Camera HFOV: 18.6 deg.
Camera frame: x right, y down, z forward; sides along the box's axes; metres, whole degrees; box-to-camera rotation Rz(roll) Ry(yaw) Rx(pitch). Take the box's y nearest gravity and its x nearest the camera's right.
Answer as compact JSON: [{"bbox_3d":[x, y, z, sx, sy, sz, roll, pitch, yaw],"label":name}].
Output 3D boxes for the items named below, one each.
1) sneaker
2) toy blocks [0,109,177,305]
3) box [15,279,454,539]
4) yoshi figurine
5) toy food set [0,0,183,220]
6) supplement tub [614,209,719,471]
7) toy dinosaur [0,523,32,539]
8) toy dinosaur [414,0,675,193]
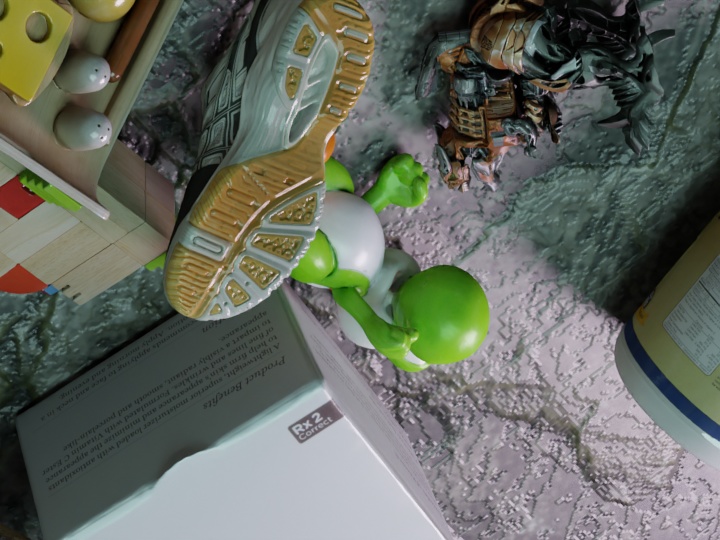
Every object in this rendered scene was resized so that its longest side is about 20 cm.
[{"bbox_3d":[-0.060,-0.068,1.242,0.075,0.088,0.201,27,90,-35],"label":"sneaker"},{"bbox_3d":[-0.205,-0.038,1.243,0.136,0.100,0.200,-31,131,25],"label":"toy blocks"},{"bbox_3d":[-0.077,0.137,1.392,0.198,0.131,0.200,-32,130,6],"label":"box"},{"bbox_3d":[0.013,-0.005,1.336,0.112,0.112,0.200,-40,132,3],"label":"yoshi figurine"},{"bbox_3d":[-0.143,-0.147,1.146,0.143,0.060,0.201,35,73,-37],"label":"toy food set"},{"bbox_3d":[0.275,0.022,1.427,0.144,0.145,0.200,24,115,-33],"label":"supplement tub"},{"bbox_3d":[-0.276,0.149,1.339,0.199,0.059,0.101,-2,159,24],"label":"toy dinosaur"},{"bbox_3d":[0.107,-0.127,1.290,0.135,0.103,0.200,12,144,-9],"label":"toy dinosaur"}]
